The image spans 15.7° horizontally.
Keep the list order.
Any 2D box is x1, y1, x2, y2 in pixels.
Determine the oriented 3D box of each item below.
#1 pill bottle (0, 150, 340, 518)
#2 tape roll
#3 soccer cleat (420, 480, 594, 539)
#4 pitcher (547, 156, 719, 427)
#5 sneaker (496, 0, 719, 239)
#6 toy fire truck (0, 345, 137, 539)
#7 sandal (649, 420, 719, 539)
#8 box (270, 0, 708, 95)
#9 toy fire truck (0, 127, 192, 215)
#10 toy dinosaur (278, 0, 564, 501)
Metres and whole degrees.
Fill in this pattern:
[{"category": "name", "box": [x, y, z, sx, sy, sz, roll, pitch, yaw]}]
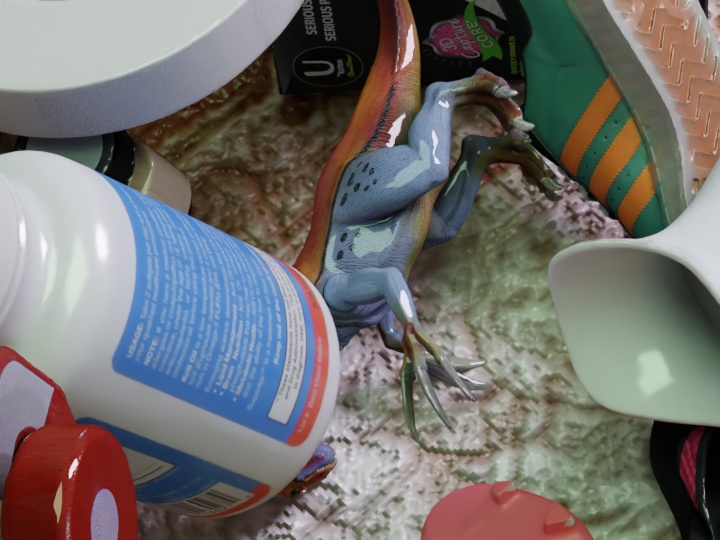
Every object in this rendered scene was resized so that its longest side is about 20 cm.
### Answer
[{"category": "pill bottle", "box": [-0.107, 0.020, 0.985, 0.112, 0.200, 0.112, -14, 65, 32]}, {"category": "tape roll", "box": [-0.113, -0.146, 1.102, 0.203, 0.037, 0.203, -7, 57, 11]}, {"category": "soccer cleat", "box": [0.098, 0.152, 1.018, 0.067, 0.077, 0.200, -42, 48, -19]}, {"category": "pitcher", "box": [0.199, -0.008, 1.003, 0.200, 0.121, 0.172, -32, 35, -26]}, {"category": "sneaker", "box": [0.119, -0.055, 1.110, 0.071, 0.080, 0.200, -28, 98, -41]}, {"category": "toy fire truck", "box": [-0.122, 0.136, 0.881, 0.112, 0.168, 0.200, -2, 70, 14]}, {"category": "sandal", "box": [0.154, 0.088, 1.011, 0.075, 0.045, 0.200, 9, 28, -1]}, {"category": "box", "box": [0.053, -0.177, 1.187, 0.200, 0.124, 0.149, -4, 57, 3]}, {"category": "toy fire truck", "box": [-0.183, 0.022, 1.109, 0.176, 0.129, 0.200, 10, 80, 19]}, {"category": "toy dinosaur", "box": [0.000, 0.000, 1.095, 0.181, 0.105, 0.200, -37, 64, -5]}]
